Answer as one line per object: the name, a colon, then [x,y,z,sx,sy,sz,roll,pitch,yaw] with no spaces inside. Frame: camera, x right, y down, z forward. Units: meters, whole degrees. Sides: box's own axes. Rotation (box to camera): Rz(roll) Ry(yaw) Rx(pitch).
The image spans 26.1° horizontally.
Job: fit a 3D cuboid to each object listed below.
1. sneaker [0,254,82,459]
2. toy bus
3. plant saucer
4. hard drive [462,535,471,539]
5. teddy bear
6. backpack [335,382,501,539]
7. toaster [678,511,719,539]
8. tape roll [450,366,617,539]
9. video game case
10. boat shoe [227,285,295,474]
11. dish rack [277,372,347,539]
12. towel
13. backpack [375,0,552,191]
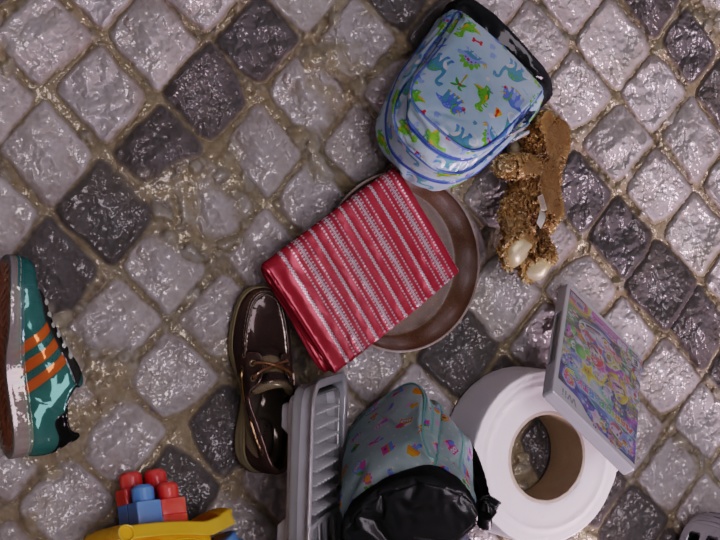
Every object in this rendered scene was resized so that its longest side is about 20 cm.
sneaker: [-0.317,0.081,1.520,0.080,0.071,0.200,-6,98,-32]
toy bus: [-0.180,0.294,1.569,0.200,0.136,0.192,2,74,-30]
plant saucer: [0.040,-0.009,1.722,0.200,0.034,0.200,0,89,-27]
hard drive: [0.042,0.356,1.724,0.200,0.038,0.140,-46,110,-19]
teddy bear: [0.189,-0.082,1.770,0.145,0.067,0.200,4,84,-50]
backpack: [0.055,0.215,1.644,0.167,0.200,0.127,-27,111,18]
toaster: [0.452,0.390,1.901,0.129,0.114,0.200,25,81,-22]
tape roll: [0.197,0.212,1.787,0.202,0.071,0.203,0,90,-28]
video game case: [0.270,0.122,1.783,0.143,0.018,0.200,44,34,-19]
boat shoe: [-0.095,0.116,1.630,0.072,0.072,0.200,3,89,-28]
dish rack: [-0.050,0.209,1.625,0.044,0.172,0.200,2,90,12]
towel: [0.000,0.000,1.671,0.200,0.022,0.145,-37,105,-24]
backpack: [0.105,-0.182,1.692,0.163,0.154,0.200,46,78,-8]
